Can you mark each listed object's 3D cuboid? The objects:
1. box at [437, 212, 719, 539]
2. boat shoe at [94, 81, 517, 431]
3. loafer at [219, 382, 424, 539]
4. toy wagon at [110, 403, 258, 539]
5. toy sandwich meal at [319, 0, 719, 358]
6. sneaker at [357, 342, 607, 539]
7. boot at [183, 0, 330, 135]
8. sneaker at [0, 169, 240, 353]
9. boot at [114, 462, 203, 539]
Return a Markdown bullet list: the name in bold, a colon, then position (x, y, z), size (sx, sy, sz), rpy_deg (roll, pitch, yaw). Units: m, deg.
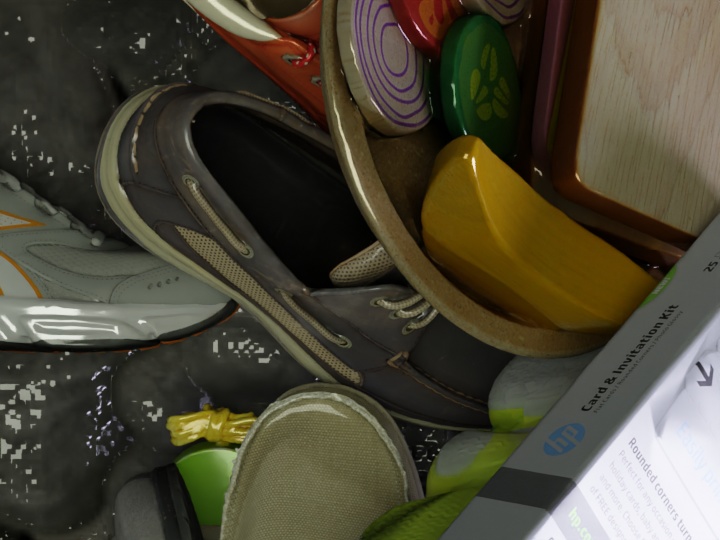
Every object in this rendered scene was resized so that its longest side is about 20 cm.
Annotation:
- **box**: position (0.114, 0.094, 0.784), size (0.200, 0.041, 0.156), rpy_deg (-47, 120, -25)
- **boat shoe**: position (0.000, 0.000, 0.855), size (0.200, 0.073, 0.075), rpy_deg (28, 75, -19)
- **loafer**: position (-0.014, 0.127, 0.818), size (0.076, 0.068, 0.200), rpy_deg (0, 66, 3)
- **toy wagon**: position (-0.051, 0.147, 0.920), size (0.155, 0.040, 0.200), rpy_deg (1, 98, 2)
- **toy sandwich meal**: position (0.073, -0.061, 0.814), size (0.070, 0.205, 0.205), rpy_deg (-13, 100, 45)
- **sneaker**: position (0.074, 0.091, 0.834), size (0.200, 0.076, 0.105), rpy_deg (-36, 117, -36)
- **boot**: position (0.003, -0.074, 0.852), size (0.200, 0.107, 0.075), rpy_deg (36, 95, -6)
- **sneaker**: position (-0.141, -0.017, 0.884), size (0.200, 0.076, 0.092), rpy_deg (3, 86, -5)
- **boot**: position (-0.115, 0.170, 0.867), size (0.132, 0.070, 0.200), rpy_deg (-1, 97, -2)
